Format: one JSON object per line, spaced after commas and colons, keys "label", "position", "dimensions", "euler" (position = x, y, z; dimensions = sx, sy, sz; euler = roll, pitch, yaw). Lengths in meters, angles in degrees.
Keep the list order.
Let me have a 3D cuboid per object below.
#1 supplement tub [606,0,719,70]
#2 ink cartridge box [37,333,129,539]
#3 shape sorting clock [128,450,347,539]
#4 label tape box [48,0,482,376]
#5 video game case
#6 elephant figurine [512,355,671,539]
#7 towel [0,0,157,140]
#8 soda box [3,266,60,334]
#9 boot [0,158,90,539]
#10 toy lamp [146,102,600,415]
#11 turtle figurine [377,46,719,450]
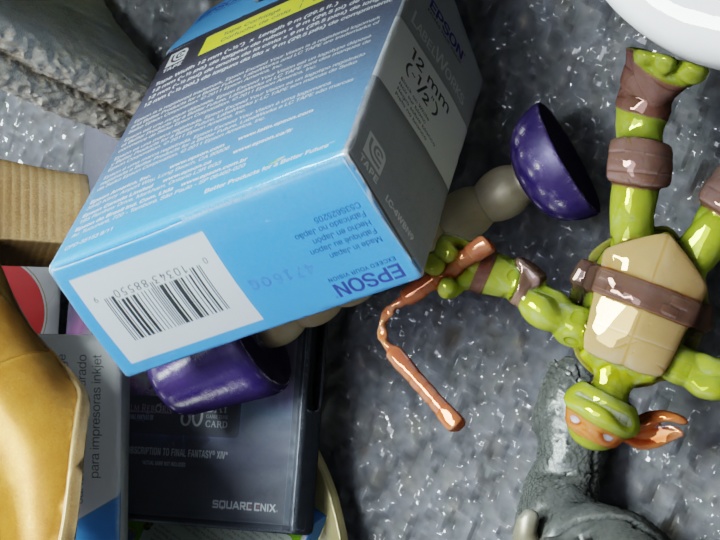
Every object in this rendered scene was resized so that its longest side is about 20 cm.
{"label": "supplement tub", "position": [0.167, -0.133, 0.702], "dimensions": [0.144, 0.199, 0.146], "euler": [1, 92, 34]}
{"label": "ink cartridge box", "position": [-0.200, 0.103, 0.911], "dimensions": [0.198, 0.085, 0.146], "euler": [0, 80, -3]}
{"label": "shape sorting clock", "position": [-0.084, 0.143, 0.983], "dimensions": [0.199, 0.039, 0.202], "euler": [-7, 76, 33]}
{"label": "label tape box", "position": [-0.027, -0.058, 0.877], "dimensions": [0.143, 0.200, 0.066], "euler": [-20, 118, 28]}
{"label": "video game case", "position": [-0.075, 0.014, 0.965], "dimensions": [0.142, 0.019, 0.202], "euler": [0, 83, 34]}
{"label": "elephant figurine", "position": [0.091, 0.159, 0.820], "dimensions": [0.155, 0.142, 0.201], "euler": [33, 95, -1]}
{"label": "towel", "position": [-0.165, -0.118, 0.920], "dimensions": [0.035, 0.200, 0.133], "euler": [-48, 53, 14]}
{"label": "soda box", "position": [-0.187, 0.055, 1.006], "dimensions": [0.063, 0.068, 0.202], "euler": [-9, 76, 50]}
{"label": "boot", "position": [-0.180, 0.043, 0.840], "dimensions": [0.071, 0.143, 0.203], "euler": [121, 149, -64]}
{"label": "toy lamp", "position": [0.000, 0.000, 0.881], "dimensions": [0.199, 0.058, 0.059], "euler": [-29, 75, 13]}
{"label": "turtle figurine", "position": [0.120, 0.007, 0.812], "dimensions": [0.199, 0.064, 0.162], "euler": [23, 93, 12]}
